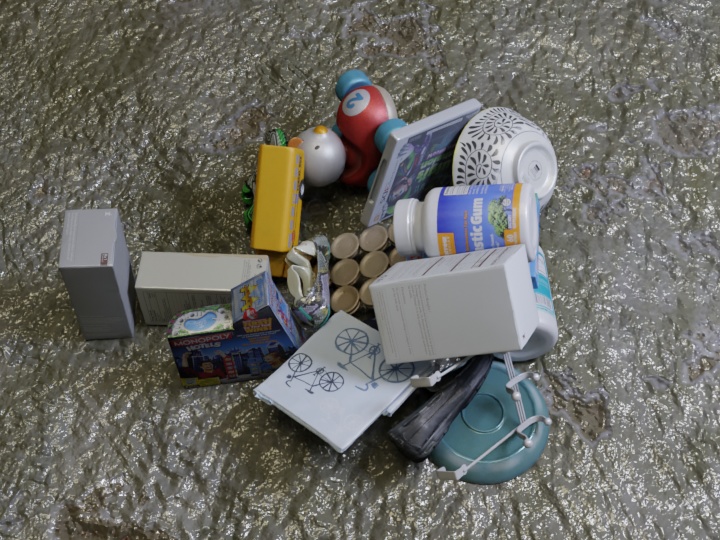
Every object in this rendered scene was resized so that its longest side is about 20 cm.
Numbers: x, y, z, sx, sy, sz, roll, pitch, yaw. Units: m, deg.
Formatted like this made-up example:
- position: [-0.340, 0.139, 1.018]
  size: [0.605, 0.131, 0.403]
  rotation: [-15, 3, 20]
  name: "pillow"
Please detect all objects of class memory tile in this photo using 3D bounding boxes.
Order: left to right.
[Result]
- position: [0.000, 0.000, 1.712]
  size: [0.197, 0.017, 0.155]
  rotation: [-14, 53, 16]
  name: "memory tile"

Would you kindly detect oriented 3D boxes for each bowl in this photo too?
- position: [0.249, -0.159, 1.730]
  size: [0.201, 0.202, 0.094]
  rotation: [-43, 26, -25]
  name: "bowl"

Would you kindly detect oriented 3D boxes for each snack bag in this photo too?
- position: [-0.024, 0.156, 1.544]
  size: [0.187, 0.022, 0.200]
  rotation: [28, 55, 33]
  name: "snack bag"

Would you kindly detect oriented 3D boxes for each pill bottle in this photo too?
- position: [0.151, -0.064, 1.569]
  size: [0.196, 0.113, 0.114]
  rotation: [-2, 53, 17]
  name: "pill bottle"
- position: [0.234, 0.027, 1.666]
  size: [0.108, 0.112, 0.203]
  rotation: [-3, 54, 0]
  name: "pill bottle"

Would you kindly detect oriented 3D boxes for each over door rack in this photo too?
- position: [0.175, 0.180, 1.485]
  size: [0.198, 0.150, 0.066]
  rotation: [-23, 11, -34]
  name: "over door rack"

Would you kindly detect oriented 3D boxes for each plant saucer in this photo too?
- position: [0.178, 0.211, 1.591]
  size: [0.196, 0.028, 0.203]
  rotation: [0, 55, 1]
  name: "plant saucer"

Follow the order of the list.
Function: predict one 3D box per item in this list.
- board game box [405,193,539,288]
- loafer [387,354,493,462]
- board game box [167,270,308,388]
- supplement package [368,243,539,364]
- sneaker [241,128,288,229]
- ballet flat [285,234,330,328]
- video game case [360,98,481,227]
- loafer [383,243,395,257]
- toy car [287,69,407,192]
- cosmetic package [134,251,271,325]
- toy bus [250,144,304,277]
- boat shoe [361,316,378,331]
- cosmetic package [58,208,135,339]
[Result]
- position: [0.168, -0.039, 1.640]
  size: [0.196, 0.037, 0.153]
  rotation: [-4, 56, 17]
  name: "board game box"
- position: [0.116, 0.178, 1.546]
  size: [0.070, 0.068, 0.201]
  rotation: [39, 67, 7]
  name: "loafer"
- position: [-0.175, 0.086, 1.583]
  size: [0.196, 0.201, 0.063]
  rotation: [-7, 55, -4]
  name: "board game box"
- position: [0.130, 0.046, 1.493]
  size: [0.197, 0.119, 0.117]
  rotation: [-8, 12, 24]
  name: "supplement package"
- position: [-0.157, -0.155, 1.825]
  size: [0.083, 0.079, 0.203]
  rotation: [1, 56, 3]
  name: "sneaker"
- position: [-0.082, 0.000, 1.665]
  size: [0.071, 0.073, 0.202]
  rotation: [-4, 40, -1]
  name: "ballet flat"
- position: [0.096, -0.170, 1.732]
  size: [0.198, 0.183, 0.023]
  rotation: [-27, 60, -38]
  name: "video game case"
- position: [0.107, -0.053, 1.749]
  size: [0.199, 0.071, 0.068]
  rotation: [-30, 59, -18]
  name: "loafer"
- position: [-0.045, -0.205, 1.776]
  size: [0.197, 0.179, 0.185]
  rotation: [-13, 45, -24]
  name: "toy car"
- position: [-0.237, 0.031, 1.684]
  size: [0.196, 0.104, 0.074]
  rotation: [3, 54, 2]
  name: "cosmetic package"
- position: [-0.131, -0.092, 1.720]
  size: [0.064, 0.078, 0.204]
  rotation: [6, 94, 11]
  name: "toy bus"
- position: [-0.011, 0.135, 1.633]
  size: [0.197, 0.076, 0.093]
  rotation: [-21, 38, -10]
  name: "boat shoe"
- position: [-0.391, 0.008, 1.644]
  size: [0.088, 0.201, 0.108]
  rotation: [-3, 54, -1]
  name: "cosmetic package"
